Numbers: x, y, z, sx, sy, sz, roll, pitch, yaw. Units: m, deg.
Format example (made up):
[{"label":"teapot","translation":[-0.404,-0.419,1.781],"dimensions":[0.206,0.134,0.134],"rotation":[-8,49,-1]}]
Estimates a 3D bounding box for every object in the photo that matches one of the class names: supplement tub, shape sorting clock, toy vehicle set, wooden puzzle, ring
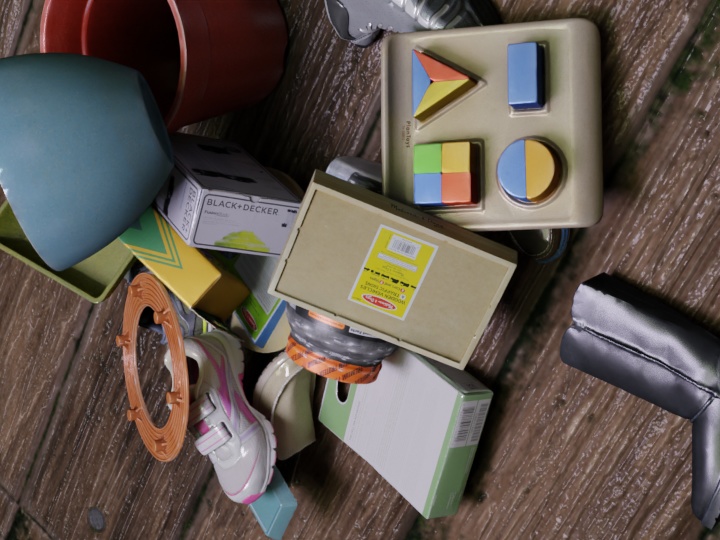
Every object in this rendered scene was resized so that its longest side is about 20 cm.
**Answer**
[{"label":"supplement tub","translation":[0.000,0.000,1.339],"dimensions":[0.122,0.122,0.202],"rotation":[25,104,29]},{"label":"shape sorting clock","translation":[-0.106,-0.011,1.482],"dimensions":[0.199,0.039,0.202],"rotation":[-1,89,44]},{"label":"toy vehicle set","translation":[0.028,0.002,1.236],"dimensions":[0.199,0.027,0.125],"rotation":[22,120,-7]},{"label":"wooden puzzle","translation":[0.114,-0.130,1.218],"dimensions":[0.198,0.046,0.187],"rotation":[-1,86,14]},{"label":"ring","translation":[-0.224,0.103,1.444],"dimensions":[0.200,0.019,0.202],"rotation":[22,115,61]}]

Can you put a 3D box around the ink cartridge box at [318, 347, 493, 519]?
[{"label":"ink cartridge box","translation":[0.042,0.142,1.418],"dimensions":[0.200,0.048,0.147],"rotation":[38,121,45]}]

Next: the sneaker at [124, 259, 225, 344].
[{"label":"sneaker","translation":[-0.237,0.018,1.549],"dimensions":[0.200,0.081,0.074],"rotation":[34,131,41]}]

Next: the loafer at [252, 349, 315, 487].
[{"label":"loafer","translation":[-0.080,0.165,1.497],"dimensions":[0.068,0.075,0.201],"rotation":[35,128,23]}]

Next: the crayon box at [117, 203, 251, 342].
[{"label":"crayon box","translation":[-0.190,-0.013,1.421],"dimensions":[0.200,0.127,0.051],"rotation":[43,89,12]}]

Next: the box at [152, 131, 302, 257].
[{"label":"box","translation":[-0.149,-0.081,1.389],"dimensions":[0.200,0.116,0.061],"rotation":[41,119,55]}]

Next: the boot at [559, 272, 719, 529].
[{"label":"boot","translation":[0.266,0.116,1.234],"dimensions":[0.199,0.066,0.166],"rotation":[27,107,25]}]

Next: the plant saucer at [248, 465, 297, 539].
[{"label":"plant saucer","translation":[-0.130,0.197,1.489],"dimensions":[0.201,0.019,0.070],"rotation":[56,139,31]}]

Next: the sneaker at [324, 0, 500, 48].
[{"label":"sneaker","translation":[0.040,-0.248,1.325],"dimensions":[0.199,0.075,0.116],"rotation":[37,145,9]}]

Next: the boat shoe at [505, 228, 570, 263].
[{"label":"boat shoe","translation":[0.131,-0.097,1.279],"dimensions":[0.072,0.072,0.201],"rotation":[-25,86,36]}]

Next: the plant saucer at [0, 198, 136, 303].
[{"label":"plant saucer","translation":[-0.302,-0.072,1.566],"dimensions":[0.199,0.048,0.200],"rotation":[26,75,28]}]

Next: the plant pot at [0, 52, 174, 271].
[{"label":"plant pot","translation":[-0.250,-0.117,1.254],"dimensions":[0.134,0.200,0.202],"rotation":[-20,88,2]}]

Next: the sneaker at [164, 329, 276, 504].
[{"label":"sneaker","translation":[-0.157,0.154,1.435],"dimensions":[0.081,0.088,0.201],"rotation":[-41,60,31]}]

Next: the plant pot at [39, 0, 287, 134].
[{"label":"plant pot","translation":[-0.188,-0.232,1.403],"dimensions":[0.200,0.195,0.203],"rotation":[9,106,34]}]
